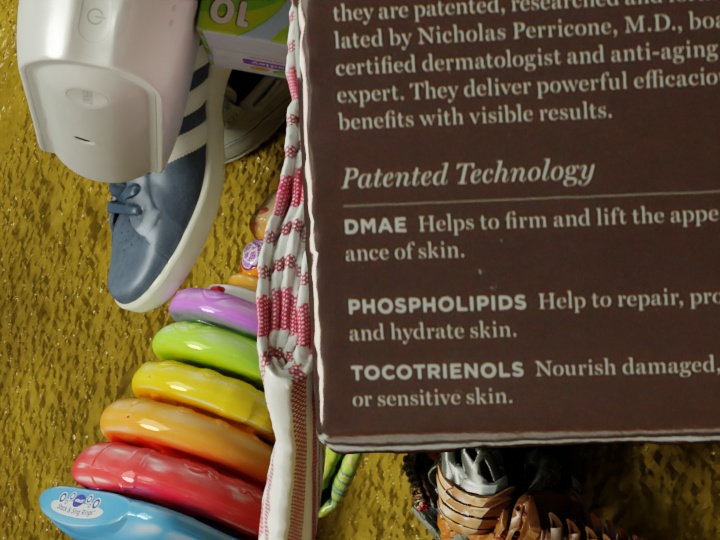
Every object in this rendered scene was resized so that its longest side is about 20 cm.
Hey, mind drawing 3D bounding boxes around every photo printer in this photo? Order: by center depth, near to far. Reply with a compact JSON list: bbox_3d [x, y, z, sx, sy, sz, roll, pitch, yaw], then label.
[{"bbox_3d":[-0.097,-0.136,0.909,0.200,0.069,0.167,116,164,-79],"label":"photo printer"}]

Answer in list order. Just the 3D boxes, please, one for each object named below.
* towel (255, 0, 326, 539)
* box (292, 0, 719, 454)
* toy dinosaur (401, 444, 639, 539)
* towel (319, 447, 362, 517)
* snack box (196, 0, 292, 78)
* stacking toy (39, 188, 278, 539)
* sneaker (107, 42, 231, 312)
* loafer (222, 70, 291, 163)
[{"bbox_3d":[-0.022,0.003,0.792,0.147,0.030,0.200,91,-176,-51],"label":"towel"},{"bbox_3d":[0.074,-0.052,0.723,0.164,0.166,0.201,-3,95,12],"label":"box"},{"bbox_3d":[0.067,0.067,0.886,0.200,0.102,0.136,29,113,35],"label":"toy dinosaur"},{"bbox_3d":[0.000,0.000,0.940,0.200,0.023,0.144,-88,12,-62],"label":"towel"},{"bbox_3d":[0.043,-0.142,0.909,0.053,0.199,0.143,84,-164,-79],"label":"snack box"},{"bbox_3d":[-0.063,0.049,1.036,0.116,0.110,0.201,1,67,53],"label":"stacking toy"},{"bbox_3d":[-0.110,-0.083,1.042,0.075,0.084,0.201,4,82,56],"label":"sneaker"},{"bbox_3d":[-0.057,-0.109,1.113,0.200,0.070,0.070,-28,53,42],"label":"loafer"}]
